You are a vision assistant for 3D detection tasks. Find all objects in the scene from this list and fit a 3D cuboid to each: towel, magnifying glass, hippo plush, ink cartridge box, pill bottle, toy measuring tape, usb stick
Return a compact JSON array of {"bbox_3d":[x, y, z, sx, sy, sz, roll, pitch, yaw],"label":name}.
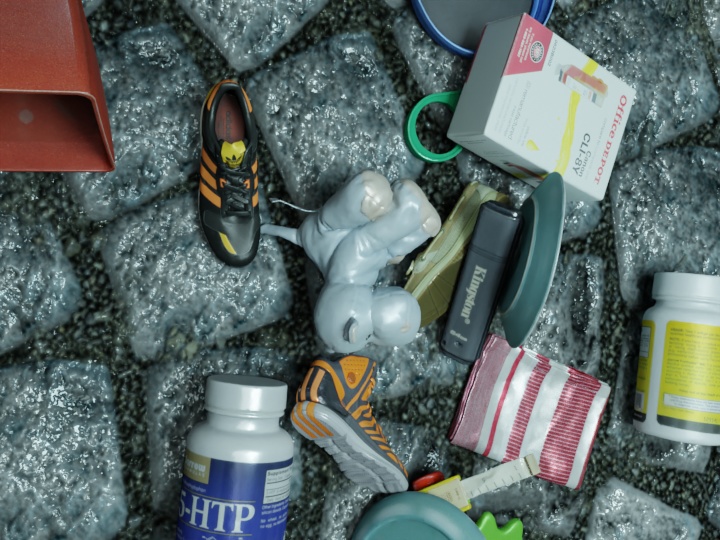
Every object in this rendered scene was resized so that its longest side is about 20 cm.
[{"bbox_3d":[0.220,0.181,0.904,0.196,0.023,0.148,23,84,-13],"label":"towel"},{"bbox_3d":[0.138,-0.209,0.890,0.198,0.022,0.081,-37,98,-10],"label":"magnifying glass"},{"bbox_3d":[0.000,0.000,0.760,0.194,0.160,0.166,2,68,-16],"label":"hippo plush"},{"bbox_3d":[0.221,-0.189,0.853,0.196,0.083,0.149,21,87,-27],"label":"ink cartridge box"},{"bbox_3d":[0.416,0.110,0.908,0.111,0.114,0.207,7,88,-14],"label":"pill bottle"},{"bbox_3d":[0.121,0.260,0.832,0.197,0.074,0.075,-28,96,17],"label":"toy measuring tape"},{"bbox_3d":[0.141,0.016,0.833,0.054,0.033,0.205,21,116,16],"label":"usb stick"},{"bbox_3d":[-0.132,0.221,0.761,0.116,0.119,0.207,6,87,-14],"label":"pill bottle"}]

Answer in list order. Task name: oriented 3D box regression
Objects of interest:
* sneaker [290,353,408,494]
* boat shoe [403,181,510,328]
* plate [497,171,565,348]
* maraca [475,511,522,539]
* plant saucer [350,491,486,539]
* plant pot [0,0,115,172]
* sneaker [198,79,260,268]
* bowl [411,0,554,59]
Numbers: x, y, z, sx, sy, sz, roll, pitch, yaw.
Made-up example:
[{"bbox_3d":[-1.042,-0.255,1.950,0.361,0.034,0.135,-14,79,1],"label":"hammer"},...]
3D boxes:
[{"bbox_3d":[0.005,0.169,0.819,0.201,0.076,0.114,52,41,-34],"label":"sneaker"},{"bbox_3d":[0.102,-0.019,0.860,0.202,0.063,0.073,-53,143,-5],"label":"boat shoe"},{"bbox_3d":[0.187,-0.014,0.811,0.025,0.200,0.206,12,86,0],"label":"plate"},{"bbox_3d":[0.137,0.386,0.833,0.134,0.106,0.205,19,89,-26],"label":"maraca"},{"bbox_3d":[0.062,0.355,0.792,0.195,0.027,0.207,-4,83,28],"label":"plant saucer"},{"bbox_3d":[-0.348,-0.214,0.684,0.194,0.200,0.182,-2,79,-14],"label":"plant pot"},{"bbox_3d":[-0.144,-0.106,0.777,0.068,0.090,0.207,-4,90,-14],"label":"sneaker"},{"bbox_3d":[0.149,-0.363,0.884,0.194,0.039,0.208,0,89,-14],"label":"bowl"}]
